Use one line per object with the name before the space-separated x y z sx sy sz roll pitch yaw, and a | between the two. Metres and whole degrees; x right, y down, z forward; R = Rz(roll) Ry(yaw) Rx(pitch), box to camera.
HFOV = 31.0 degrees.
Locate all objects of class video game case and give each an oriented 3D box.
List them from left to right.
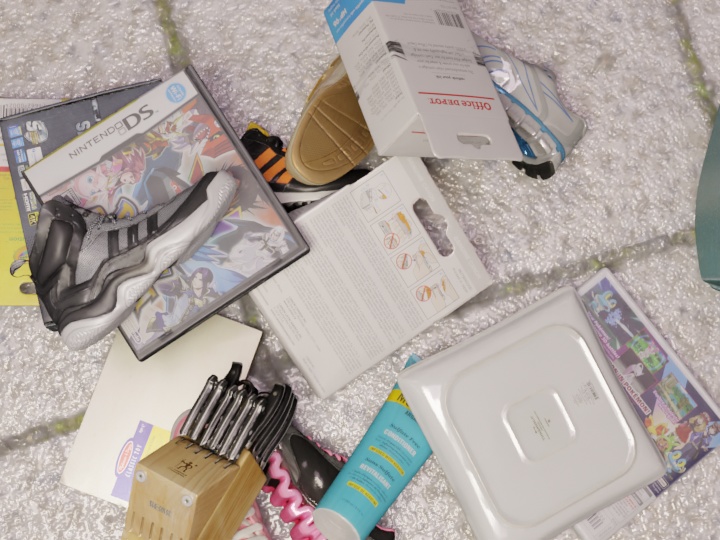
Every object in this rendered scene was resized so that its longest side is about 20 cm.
video game case | -0.172 -0.052 1.153 0.180 0.026 0.201 -33 84 -6
video game case | 0.227 0.130 1.239 0.182 0.023 0.200 -37 84 -7

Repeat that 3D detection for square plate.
square plate | 0.162 0.141 1.197 0.197 0.028 0.201 -26 85 -13

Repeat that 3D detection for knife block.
knife block | -0.125 0.185 1.114 0.064 0.175 0.202 23 114 22

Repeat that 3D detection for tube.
tube | 0.029 0.166 1.192 0.077 0.050 0.200 40 53 -1

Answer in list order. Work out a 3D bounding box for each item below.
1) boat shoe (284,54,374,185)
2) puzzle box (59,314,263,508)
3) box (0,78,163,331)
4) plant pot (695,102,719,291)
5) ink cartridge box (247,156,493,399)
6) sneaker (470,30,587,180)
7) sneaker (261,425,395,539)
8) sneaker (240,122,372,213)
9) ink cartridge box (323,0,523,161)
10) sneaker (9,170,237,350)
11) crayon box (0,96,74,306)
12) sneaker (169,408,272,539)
boat shoe | -0.018 -0.150 1.231 0.074 0.069 0.201 43 56 -16
puzzle box | -0.187 0.129 1.227 0.132 0.025 0.201 20 81 1
box | -0.231 -0.060 1.191 0.156 0.051 0.202 -13 82 -4
plant pot | 0.412 -0.060 1.199 0.195 0.196 0.201 22 91 2
ink cartridge box | 0.000 0.000 1.213 0.199 0.050 0.162 -35 106 -7
sneaker | 0.142 -0.184 1.273 0.087 0.075 0.200 -39 84 -25
sneaker | -0.037 0.195 1.206 0.095 0.079 0.201 -29 86 -22
sneaker | -0.080 -0.100 1.244 0.198 0.070 0.091 -5 84 0
ink cartridge box | 0.056 -0.169 1.176 0.115 0.068 0.201 -2 62 -38
sneaker | -0.204 -0.036 1.098 0.200 0.075 0.114 -45 89 -4
crayon box | -0.292 -0.062 1.242 0.126 0.051 0.202 1 80 -2
sneaker | -0.115 0.221 1.159 0.075 0.104 0.202 -10 90 -24
